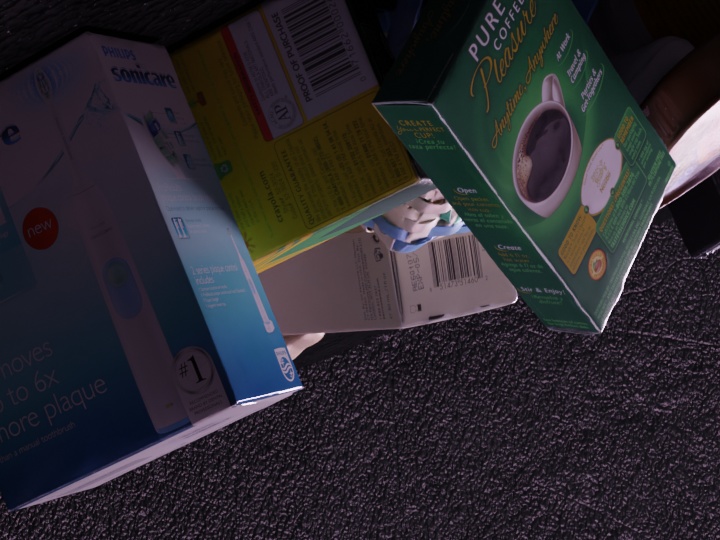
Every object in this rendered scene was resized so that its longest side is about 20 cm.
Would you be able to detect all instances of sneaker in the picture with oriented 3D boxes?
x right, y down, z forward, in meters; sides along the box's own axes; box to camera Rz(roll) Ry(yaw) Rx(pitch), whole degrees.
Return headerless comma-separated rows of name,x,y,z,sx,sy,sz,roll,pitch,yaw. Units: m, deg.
sneaker,0.131,-0.106,1.140,0.075,0.089,0.200,-22,168,-39

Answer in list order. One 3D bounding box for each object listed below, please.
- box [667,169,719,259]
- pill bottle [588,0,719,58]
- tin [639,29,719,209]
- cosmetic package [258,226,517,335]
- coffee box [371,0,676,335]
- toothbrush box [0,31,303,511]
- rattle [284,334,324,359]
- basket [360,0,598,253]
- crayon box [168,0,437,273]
box,0.298,-0.143,1.280,0.195,0.202,0.124,-22,174,-9
pill bottle,0.227,-0.181,1.128,0.199,0.112,0.111,-29,171,40
tin,0.206,-0.093,1.082,0.111,0.042,0.200,-31,167,-28
cosmetic package,0.000,0.000,1.193,0.103,0.074,0.199,-11,-176,-38
coffee box,0.094,-0.072,0.962,0.044,0.200,0.124,6,-121,42
toothbrush box,-0.140,0.000,0.922,0.145,0.202,0.085,-24,172,21
rattle,-0.130,0.019,1.366,0.198,0.132,0.142,-8,176,32
basket,0.070,-0.119,1.047,0.175,0.139,0.201,-16,134,-41
crayon box,-0.068,-0.065,0.980,0.199,0.128,0.051,-24,173,18
